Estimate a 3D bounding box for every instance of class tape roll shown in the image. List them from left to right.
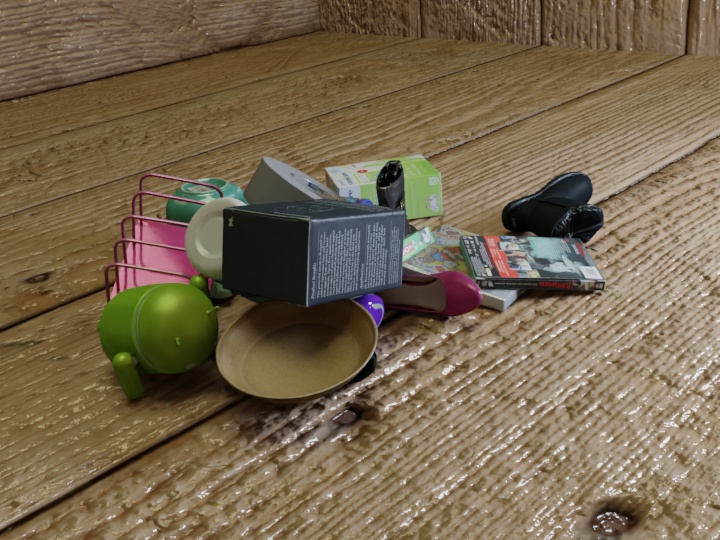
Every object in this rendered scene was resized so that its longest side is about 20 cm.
[{"bbox_3d":[-0.078,-0.094,1.465,0.199,0.067,0.200,30,10,-6],"label":"tape roll"}]

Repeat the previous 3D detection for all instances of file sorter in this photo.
[{"bbox_3d":[-0.282,-0.029,1.398,0.137,0.126,0.202,10,47,-3],"label":"file sorter"}]

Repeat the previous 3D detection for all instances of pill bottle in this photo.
[{"bbox_3d":[-0.153,-0.019,1.353,0.109,0.112,0.200,6,-14,25],"label":"pill bottle"}]

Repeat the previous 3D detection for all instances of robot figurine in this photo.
[{"bbox_3d":[-0.265,0.076,1.254,0.199,0.116,0.176,-8,32,48],"label":"robot figurine"}]

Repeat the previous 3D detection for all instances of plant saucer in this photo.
[{"bbox_3d":[-0.075,0.099,1.165,0.197,0.036,0.201,-5,35,4],"label":"plant saucer"}]

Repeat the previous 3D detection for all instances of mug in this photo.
[{"bbox_3d":[-0.257,-0.099,1.718,0.182,0.116,0.152,-1,22,10],"label":"mug"}]

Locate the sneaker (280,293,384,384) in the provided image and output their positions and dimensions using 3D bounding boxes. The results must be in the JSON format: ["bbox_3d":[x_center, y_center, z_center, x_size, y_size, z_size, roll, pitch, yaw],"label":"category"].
[{"bbox_3d":[-0.011,0.102,1.247,0.099,0.070,0.200,13,36,35],"label":"sneaker"}]

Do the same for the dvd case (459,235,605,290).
[{"bbox_3d":[0.259,-0.013,1.470,0.197,0.022,0.146,0,28,-5],"label":"dvd case"}]

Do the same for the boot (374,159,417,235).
[{"bbox_3d":[0.063,-0.095,1.563,0.068,0.176,0.200,0,23,12],"label":"boot"}]

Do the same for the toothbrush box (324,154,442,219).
[{"bbox_3d":[0.042,-0.152,1.827,0.197,0.087,0.146,-10,22,-8],"label":"toothbrush box"}]

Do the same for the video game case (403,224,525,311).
[{"bbox_3d":[0.172,-0.009,1.498,0.198,0.023,0.182,19,30,28],"label":"video game case"}]

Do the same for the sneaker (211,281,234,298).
[{"bbox_3d":[-0.266,0.023,1.476,0.117,0.075,0.200,7,25,29],"label":"sneaker"}]

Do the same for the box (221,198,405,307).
[{"bbox_3d":[-0.058,-0.029,1.236,0.147,0.109,0.199,10,12,37],"label":"box"}]

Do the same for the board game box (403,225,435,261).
[{"bbox_3d":[0.000,0.000,1.417,0.199,0.029,0.134,-25,5,42],"label":"board game box"}]

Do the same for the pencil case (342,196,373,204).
[{"bbox_3d":[-0.074,-0.095,1.722,0.198,0.088,0.078,6,-12,24],"label":"pencil case"}]

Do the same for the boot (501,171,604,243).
[{"bbox_3d":[0.363,-0.101,1.643,0.198,0.077,0.168,-23,24,-22],"label":"boot"}]

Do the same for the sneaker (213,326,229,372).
[{"bbox_3d":[-0.106,0.068,1.270,0.115,0.075,0.200,-37,1,36],"label":"sneaker"}]

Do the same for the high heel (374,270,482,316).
[{"bbox_3d":[0.079,0.034,1.377,0.095,0.068,0.199,-10,15,-40],"label":"high heel"}]
